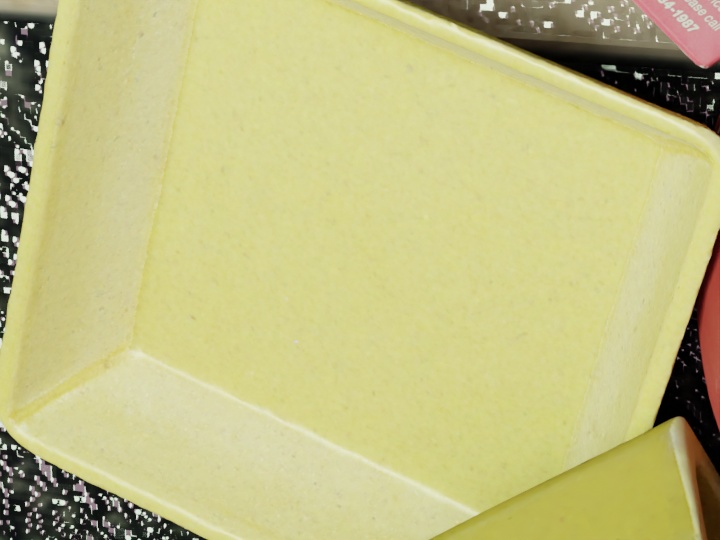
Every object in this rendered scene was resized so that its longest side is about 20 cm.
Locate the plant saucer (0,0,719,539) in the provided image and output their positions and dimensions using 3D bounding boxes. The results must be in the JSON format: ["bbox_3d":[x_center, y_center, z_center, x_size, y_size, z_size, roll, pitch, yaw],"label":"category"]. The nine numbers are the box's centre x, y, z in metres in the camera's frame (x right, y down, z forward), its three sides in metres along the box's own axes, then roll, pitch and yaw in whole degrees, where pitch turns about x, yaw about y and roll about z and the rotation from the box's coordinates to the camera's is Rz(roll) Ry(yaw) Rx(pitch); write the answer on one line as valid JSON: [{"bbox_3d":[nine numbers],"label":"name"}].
[{"bbox_3d":[0.000,0.000,0.809,0.200,0.048,0.200,24,125,14],"label":"plant saucer"}]

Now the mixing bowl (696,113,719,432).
[{"bbox_3d":[0.168,0.022,0.730,0.200,0.108,0.200,13,123,21],"label":"mixing bowl"}]

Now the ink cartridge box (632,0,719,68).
[{"bbox_3d":[0.122,-0.161,0.686,0.200,0.083,0.146,-32,131,23],"label":"ink cartridge box"}]

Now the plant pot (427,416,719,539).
[{"bbox_3d":[0.040,0.195,0.760,0.200,0.196,0.194,-19,132,16],"label":"plant pot"}]
